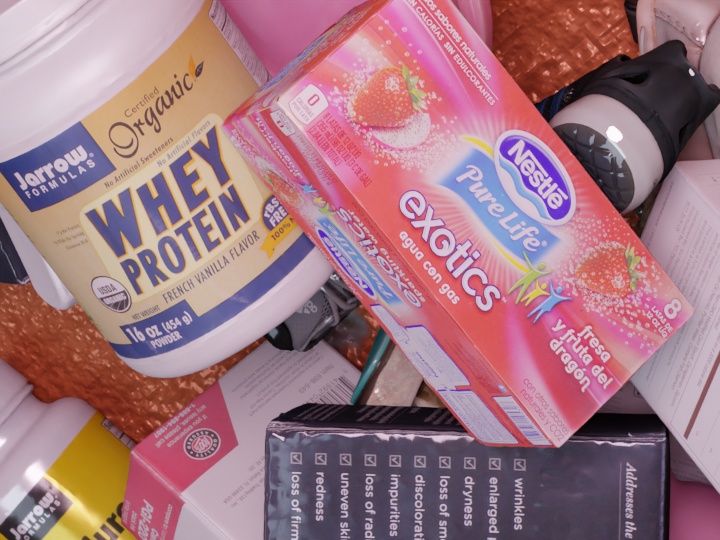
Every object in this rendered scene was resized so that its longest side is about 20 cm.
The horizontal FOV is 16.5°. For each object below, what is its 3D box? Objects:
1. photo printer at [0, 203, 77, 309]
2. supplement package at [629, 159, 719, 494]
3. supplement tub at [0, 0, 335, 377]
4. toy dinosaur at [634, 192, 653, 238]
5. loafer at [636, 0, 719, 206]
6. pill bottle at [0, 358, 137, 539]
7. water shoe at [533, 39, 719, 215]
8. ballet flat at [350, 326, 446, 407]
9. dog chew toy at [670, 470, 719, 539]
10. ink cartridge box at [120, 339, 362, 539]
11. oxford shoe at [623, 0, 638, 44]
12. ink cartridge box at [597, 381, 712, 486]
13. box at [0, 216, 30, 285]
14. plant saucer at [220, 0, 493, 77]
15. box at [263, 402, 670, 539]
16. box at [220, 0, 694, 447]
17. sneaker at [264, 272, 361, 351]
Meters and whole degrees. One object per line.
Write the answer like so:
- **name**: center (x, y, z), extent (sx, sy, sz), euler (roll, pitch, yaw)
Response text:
- **photo printer**: center (-0.113, -0.098, 1.320), extent (0.069, 0.199, 0.167), euler (14, 131, 61)
- **supplement package**: center (0.223, 0.048, 1.162), extent (0.200, 0.116, 0.118), euler (54, 138, 40)
- **supplement tub**: center (-0.108, -0.064, 1.204), extent (0.144, 0.145, 0.200), euler (-22, 115, 33)
- **toy dinosaur**: center (0.156, -0.056, 1.304), extent (0.088, 0.048, 0.201), euler (18, 125, -8)
- **loafer**: center (0.172, -0.064, 1.237), extent (0.063, 0.072, 0.201), euler (27, 147, 28)
- **pill bottle**: center (-0.175, 0.150, 1.544), extent (0.200, 0.111, 0.111), euler (41, 128, -3)
- **water shoe**: center (0.115, -0.059, 1.186), extent (0.072, 0.079, 0.200), euler (52, 167, -7)
- **ballet flat**: center (0.018, 0.084, 1.377), extent (0.062, 0.201, 0.067), euler (28, 155, -3)
- **dog chew toy**: center (0.175, 0.172, 1.343), extent (0.200, 0.124, 0.124), euler (48, 127, 1)
- **ink cartridge box**: center (-0.016, 0.147, 1.413), extent (0.200, 0.145, 0.085), euler (39, 145, 18)
- **oxford shoe**: center (0.207, -0.167, 1.195), extent (0.199, 0.073, 0.085), euler (-10, 113, 29)
- **ink cartridge box**: center (0.149, 0.116, 1.417), extent (0.198, 0.041, 0.201), euler (15, 126, 17)
- **box**: center (-0.230, -0.106, 1.386), extent (0.148, 0.107, 0.201), euler (5, 125, 50)
- **plant saucer**: center (-0.024, -0.143, 1.228), extent (0.199, 0.051, 0.202), euler (15, 132, 17)
- **box**: center (0.055, 0.172, 1.244), extent (0.195, 0.124, 0.202), euler (2, 92, 9)
- **box**: center (0.042, -0.023, 1.129), extent (0.200, 0.095, 0.103), euler (50, 163, -9)
- **sneaker**: center (0.000, 0.000, 1.313), extent (0.075, 0.115, 0.200), euler (50, 164, -6)
